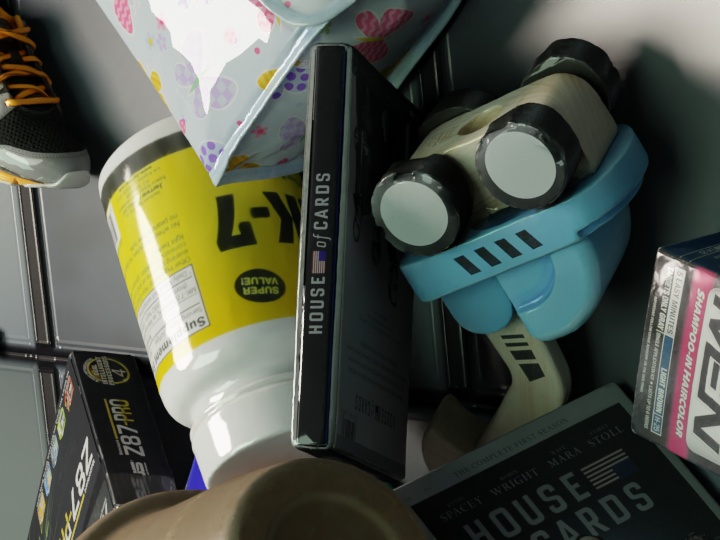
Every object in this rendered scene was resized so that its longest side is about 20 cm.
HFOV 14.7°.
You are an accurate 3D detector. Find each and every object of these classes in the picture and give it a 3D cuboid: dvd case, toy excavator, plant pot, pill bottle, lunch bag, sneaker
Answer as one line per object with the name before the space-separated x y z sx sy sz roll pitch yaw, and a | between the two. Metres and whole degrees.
dvd case | 0.000 0.000 1.426 0.025 0.150 0.201 1 80 15
toy excavator | 0.080 0.012 1.417 0.194 0.100 0.200 -23 107 31
plant pot | -0.047 0.175 1.355 0.201 0.200 0.175 62 143 17
pill bottle | -0.068 0.020 1.551 0.114 0.114 0.201 -46 54 45
dvd case | 0.125 0.157 1.363 0.200 0.150 0.025 51 149 27
lunch bag | -0.043 -0.174 1.493 0.200 0.127 0.170 -50 63 36
sneaker | -0.233 -0.123 1.762 0.200 0.078 0.077 46 121 30

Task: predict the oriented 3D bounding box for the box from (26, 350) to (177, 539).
box | -0.167 0.177 1.738 0.161 0.049 0.201 -116 36 -52

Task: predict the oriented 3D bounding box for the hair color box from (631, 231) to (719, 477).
hair color box | 0.222 0.062 1.294 0.200 0.060 0.100 26 119 42

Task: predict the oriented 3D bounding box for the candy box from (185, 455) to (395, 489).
candy box | -0.025 0.198 1.601 0.200 0.077 0.170 41 129 34
